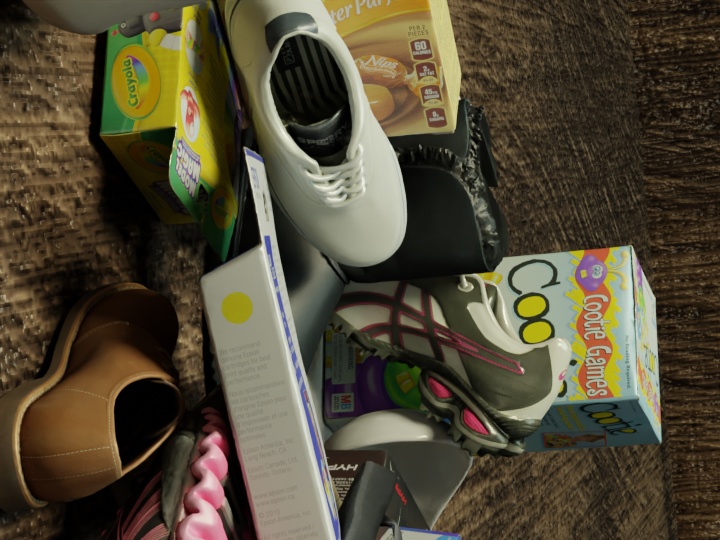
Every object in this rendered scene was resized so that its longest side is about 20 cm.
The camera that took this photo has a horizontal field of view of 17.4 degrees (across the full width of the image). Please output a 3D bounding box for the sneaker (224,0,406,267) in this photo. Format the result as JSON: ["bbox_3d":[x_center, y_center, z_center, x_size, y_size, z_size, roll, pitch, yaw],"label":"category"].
[{"bbox_3d":[-0.023,-0.067,1.257,0.071,0.073,0.200,-110,175,-51],"label":"sneaker"}]

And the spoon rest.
[{"bbox_3d":[0.023,0.136,1.490,0.200,0.099,0.061,77,5,-71],"label":"spoon rest"}]

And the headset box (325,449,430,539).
[{"bbox_3d":[-0.013,0.228,1.403,0.149,0.075,0.200,64,31,-52],"label":"headset box"}]

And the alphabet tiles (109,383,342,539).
[{"bbox_3d":[-0.064,0.153,1.246,0.200,0.008,0.168,-41,113,-53],"label":"alphabet tiles"}]

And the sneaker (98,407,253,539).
[{"bbox_3d":[-0.103,0.138,1.071,0.200,0.095,0.079,-81,161,-51],"label":"sneaker"}]

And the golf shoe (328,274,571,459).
[{"bbox_3d":[0.040,0.026,1.433,0.088,0.200,0.077,-54,162,11],"label":"golf shoe"}]

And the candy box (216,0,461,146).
[{"bbox_3d":[-0.018,-0.161,1.265,0.055,0.115,0.200,-83,164,-45],"label":"candy box"}]

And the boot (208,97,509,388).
[{"bbox_3d":[0.000,0.000,1.372,0.076,0.168,0.201,49,39,-67],"label":"boot"}]

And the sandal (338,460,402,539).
[{"bbox_3d":[0.002,0.156,1.221,0.076,0.043,0.200,-63,-179,23],"label":"sandal"}]

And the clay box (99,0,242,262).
[{"bbox_3d":[-0.099,-0.114,1.267,0.115,0.047,0.200,60,29,-63],"label":"clay box"}]

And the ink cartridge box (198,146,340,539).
[{"bbox_3d":[-0.049,0.043,1.170,0.198,0.047,0.201,-85,161,-89],"label":"ink cartridge box"}]

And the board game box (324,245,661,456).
[{"bbox_3d":[0.086,0.056,1.517,0.105,0.199,0.103,53,34,-65],"label":"board game box"}]

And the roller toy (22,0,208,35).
[{"bbox_3d":[-0.112,-0.207,1.066,0.200,0.139,0.183,45,31,-65],"label":"roller toy"}]

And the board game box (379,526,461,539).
[{"bbox_3d":[0.019,0.263,1.310,0.134,0.045,0.201,-44,134,-58],"label":"board game box"}]

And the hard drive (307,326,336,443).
[{"bbox_3d":[-0.021,0.071,1.551,0.200,0.025,0.132,5,80,-75],"label":"hard drive"}]

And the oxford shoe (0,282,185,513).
[{"bbox_3d":[-0.111,0.059,1.120,0.200,0.071,0.072,-65,146,-66],"label":"oxford shoe"}]
